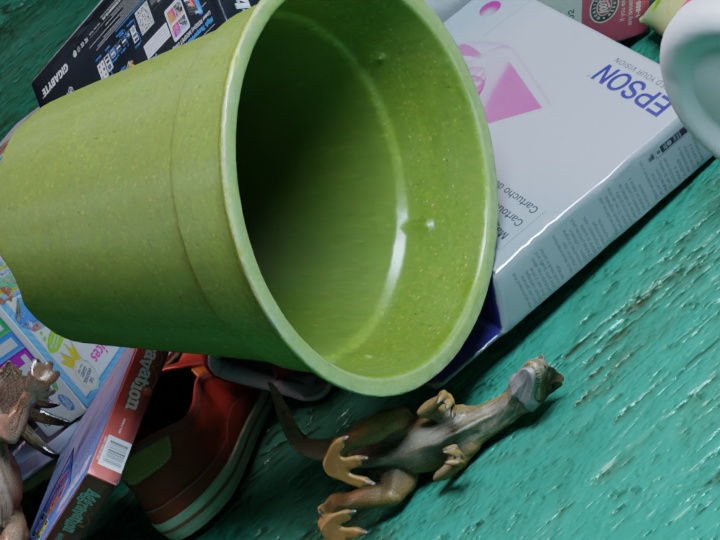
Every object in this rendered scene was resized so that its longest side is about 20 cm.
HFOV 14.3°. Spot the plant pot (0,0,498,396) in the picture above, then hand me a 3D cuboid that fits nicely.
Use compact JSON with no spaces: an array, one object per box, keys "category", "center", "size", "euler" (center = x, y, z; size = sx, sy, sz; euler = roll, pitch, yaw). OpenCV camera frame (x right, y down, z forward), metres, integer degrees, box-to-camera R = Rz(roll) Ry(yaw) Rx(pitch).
[{"category":"plant pot","center":[-0.069,-0.034,1.364],"size":[0.189,0.200,0.200],"euler":[-7,36,38]}]

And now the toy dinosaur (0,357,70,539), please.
[{"category":"toy dinosaur","center":[-0.206,0.120,1.547],"size":[0.136,0.085,0.201],"euler":[100,175,-77]}]

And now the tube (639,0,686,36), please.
[{"category":"tube","center":[0.186,-0.136,1.516],"size":[0.058,0.052,0.200],"euler":[2,17,-1]}]

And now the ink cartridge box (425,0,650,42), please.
[{"category":"ink cartridge box","center":[0.056,-0.178,1.586],"size":[0.199,0.147,0.083],"euler":[-19,46,-16]}]

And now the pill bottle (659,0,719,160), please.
[{"category":"pill bottle","center":[0.230,-0.139,1.326],"size":[0.109,0.109,0.200],"euler":[-14,32,55]}]

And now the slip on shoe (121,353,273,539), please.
[{"category":"slip on shoe","center":[-0.091,0.071,1.570],"size":[0.074,0.061,0.200],"euler":[-35,17,22]}]

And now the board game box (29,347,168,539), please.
[{"category":"board game box","center":[-0.143,0.103,1.513],"size":[0.200,0.019,0.103],"euler":[127,166,-58]}]

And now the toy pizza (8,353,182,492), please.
[{"category":"toy pizza","center":[-0.153,0.075,1.722],"size":[0.200,0.032,0.200],"euler":[-40,11,9]}]

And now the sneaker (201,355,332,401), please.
[{"category":"sneaker","center":[0.000,0.000,1.538],"size":[0.199,0.071,0.113],"euler":[-24,33,16]}]

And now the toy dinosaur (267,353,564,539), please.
[{"category":"toy dinosaur","center":[0.011,0.086,1.358],"size":[0.199,0.061,0.106],"euler":[-12,16,39]}]

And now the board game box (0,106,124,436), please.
[{"category":"board game box","center":[-0.183,-0.006,1.700],"size":[0.034,0.135,0.200],"euler":[-34,13,26]}]

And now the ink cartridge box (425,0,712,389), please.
[{"category":"ink cartridge box","center":[0.055,-0.051,1.467],"size":[0.200,0.043,0.196],"euler":[-39,37,-13]}]

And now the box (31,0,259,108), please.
[{"category":"box","center":[-0.104,-0.088,1.633],"size":[0.046,0.159,0.200],"euler":[-7,-23,-38]}]
